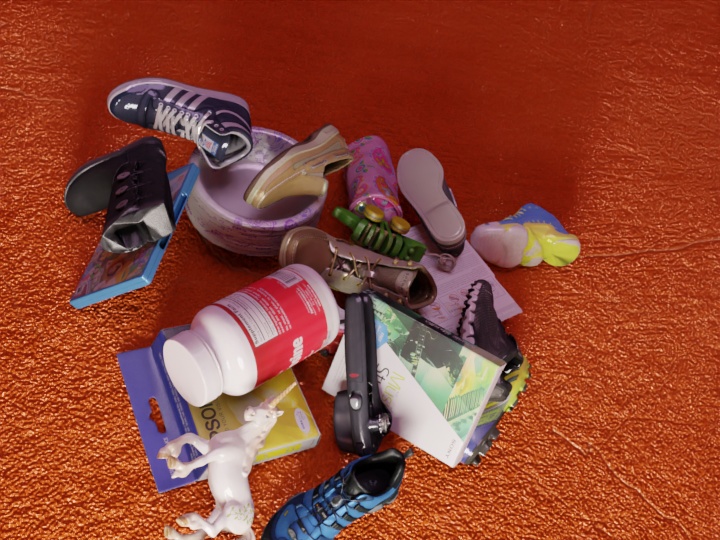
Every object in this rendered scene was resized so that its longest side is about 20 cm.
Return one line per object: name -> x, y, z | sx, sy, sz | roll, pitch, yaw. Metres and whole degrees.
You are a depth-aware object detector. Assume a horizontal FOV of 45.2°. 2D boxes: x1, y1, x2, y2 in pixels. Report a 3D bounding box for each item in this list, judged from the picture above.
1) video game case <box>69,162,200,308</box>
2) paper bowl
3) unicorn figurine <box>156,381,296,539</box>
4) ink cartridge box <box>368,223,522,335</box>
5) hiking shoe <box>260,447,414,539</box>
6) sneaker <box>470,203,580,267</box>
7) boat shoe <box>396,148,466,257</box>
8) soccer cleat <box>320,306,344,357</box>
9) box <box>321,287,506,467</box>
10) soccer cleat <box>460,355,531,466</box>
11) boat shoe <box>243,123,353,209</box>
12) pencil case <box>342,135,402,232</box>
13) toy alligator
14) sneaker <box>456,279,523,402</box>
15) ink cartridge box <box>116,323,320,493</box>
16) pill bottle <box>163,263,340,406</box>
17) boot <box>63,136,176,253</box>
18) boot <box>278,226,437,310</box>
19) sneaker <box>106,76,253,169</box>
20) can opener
video game case -> -0.294, -0.047, 1.132 | 0.018, 0.142, 0.201 | 47, 41, -34
paper bowl -> -0.153, -0.104, 1.244 | 0.199, 0.105, 0.202 | 10, 48, -11
unicorn figurine -> -0.150, 0.222, 0.957 | 0.136, 0.202, 0.074 | -2, 7, -35
ink cartridge box -> 0.117, 0.021, 1.273 | 0.160, 0.050, 0.201 | -21, 63, -32
hiking shoe -> -0.030, 0.261, 0.986 | 0.199, 0.087, 0.074 | -28, 63, -35
sneaker -> 0.249, -0.059, 1.372 | 0.198, 0.076, 0.105 | 9, 37, -26
boat shoe -> 0.108, -0.102, 1.310 | 0.072, 0.062, 0.201 | -24, 53, 1
soccer cleat -> 0.035, 0.091, 1.169 | 0.198, 0.069, 0.086 | 14, 52, -1
box -> 0.062, 0.131, 1.073 | 0.199, 0.145, 0.036 | 27, 16, 18
soccer cleat -> 0.163, 0.168, 1.147 | 0.083, 0.065, 0.200 | 32, 49, 11
boat shoe -> -0.075, -0.132, 1.186 | 0.076, 0.072, 0.200 | 47, 52, 0
pencil case -> 0.014, -0.127, 1.311 | 0.087, 0.088, 0.201 | 9, 34, -11
toy alligator -> 0.051, -0.036, 1.214 | 0.199, 0.060, 0.054 | 24, 25, -13
sneaker -> 0.172, 0.097, 1.145 | 0.090, 0.067, 0.201 | 12, 46, 2
ink cartridge box -> -0.176, 0.151, 1.061 | 0.198, 0.047, 0.199 | -10, 55, -28
pill bottle -> -0.130, 0.078, 1.036 | 0.199, 0.113, 0.112 | -28, 64, -36
boot -> -0.318, -0.081, 1.121 | 0.164, 0.066, 0.201 | -33, 39, 8
boot -> 0.000, 0.000, 1.140 | 0.154, 0.073, 0.199 | 17, -2, 35
sneaker -> -0.239, -0.198, 1.172 | 0.198, 0.070, 0.109 | 3, 46, -24
can opener -> -0.001, 0.127, 1.047 | 0.078, 0.202, 0.063 | 0, 5, 14
